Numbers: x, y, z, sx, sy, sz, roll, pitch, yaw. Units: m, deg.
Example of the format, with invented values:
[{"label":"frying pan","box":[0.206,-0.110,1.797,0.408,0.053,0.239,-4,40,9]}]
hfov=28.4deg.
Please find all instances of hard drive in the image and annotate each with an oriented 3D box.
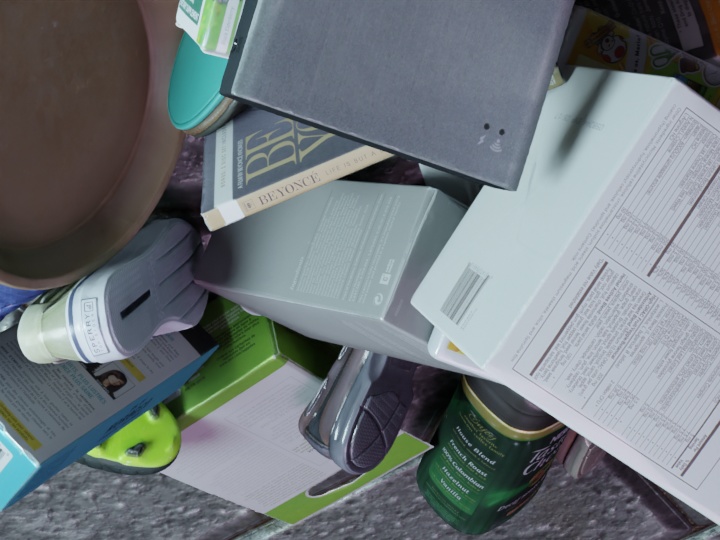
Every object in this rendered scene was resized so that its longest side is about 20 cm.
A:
[{"label":"hard drive","box":[0.033,-0.151,0.610,0.139,0.033,0.202,16,91,-23]}]

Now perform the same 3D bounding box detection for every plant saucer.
[{"label":"plant saucer","box":[-0.160,-0.089,0.756,0.029,0.201,0.201,19,150,29]}]

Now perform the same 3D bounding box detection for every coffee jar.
[{"label":"coffee jar","box":[0.113,0.111,1.074,0.104,0.085,0.201,-31,154,-31]}]

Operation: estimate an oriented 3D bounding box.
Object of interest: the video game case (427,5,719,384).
[{"label":"video game case","box":[0.155,-0.016,0.774,0.181,0.023,0.201,21,97,-13]}]

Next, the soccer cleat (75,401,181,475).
[{"label":"soccer cleat","box":[-0.214,0.097,0.982,0.198,0.068,0.081,17,151,8]}]

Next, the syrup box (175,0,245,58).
[{"label":"syrup box","box":[-0.021,-0.197,0.657,0.081,0.079,0.202,9,106,-21]}]

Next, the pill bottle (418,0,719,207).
[{"label":"pill bottle","box":[0.126,-0.106,0.834,0.198,0.117,0.117,-17,139,6]}]

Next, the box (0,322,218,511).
[{"label":"box","box":[-0.176,0.065,0.884,0.049,0.082,0.200,-47,174,30]}]

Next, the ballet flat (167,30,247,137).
[{"label":"ballet flat","box":[-0.044,-0.154,0.765,0.068,0.068,0.201,-2,133,-34]}]

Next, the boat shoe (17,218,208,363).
[{"label":"boat shoe","box":[-0.146,0.011,0.869,0.061,0.200,0.073,-7,97,13]}]

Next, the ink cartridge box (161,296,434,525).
[{"label":"ink cartridge box","box":[-0.063,0.105,1.055,0.147,0.076,0.200,-33,141,21]}]

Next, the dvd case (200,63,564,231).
[{"label":"dvd case","box":[0.004,-0.103,0.782,0.199,0.149,0.016,-22,123,10]}]

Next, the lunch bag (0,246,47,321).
[{"label":"lunch bag","box":[-0.275,-0.030,0.799,0.132,0.137,0.200,-32,138,22]}]

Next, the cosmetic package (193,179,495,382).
[{"label":"cosmetic package","box":[0.000,0.000,0.864,0.106,0.199,0.091,28,81,-39]}]

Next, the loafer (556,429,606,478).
[{"label":"loafer","box":[0.182,0.080,1.102,0.072,0.063,0.201,-29,148,-37]}]

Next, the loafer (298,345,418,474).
[{"label":"loafer","box":[0.017,0.035,0.957,0.072,0.063,0.201,32,82,-50]}]

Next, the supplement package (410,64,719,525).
[{"label":"supplement package","box":[0.157,0.020,0.690,0.199,0.152,0.151,33,93,-14]}]
